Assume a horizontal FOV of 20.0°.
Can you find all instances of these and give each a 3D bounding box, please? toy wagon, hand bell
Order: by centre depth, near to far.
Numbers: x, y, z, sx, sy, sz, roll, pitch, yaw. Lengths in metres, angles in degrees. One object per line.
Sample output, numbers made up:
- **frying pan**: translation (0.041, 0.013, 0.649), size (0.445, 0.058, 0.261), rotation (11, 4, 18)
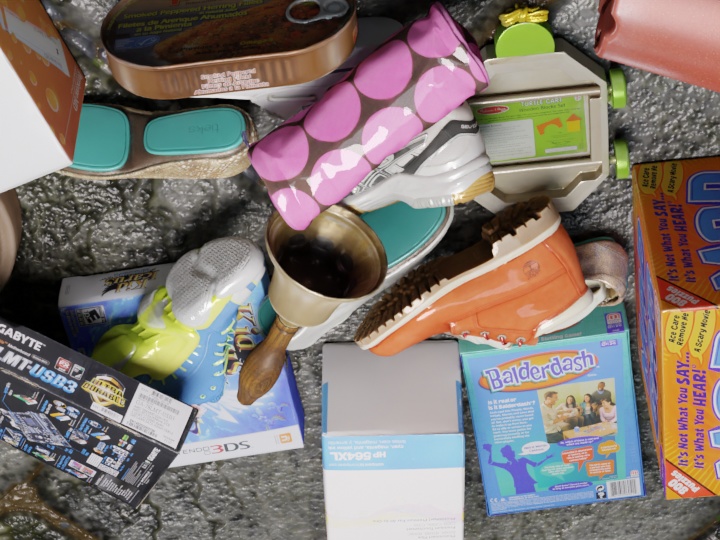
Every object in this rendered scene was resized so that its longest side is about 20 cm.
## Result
- **toy wagon**: translation (0.139, -0.133, 1.652), size (0.153, 0.040, 0.201), rotation (-6, 126, 3)
- **hand bell**: translation (-0.062, 0.047, 1.665), size (0.103, 0.105, 0.201), rotation (17, 134, -13)

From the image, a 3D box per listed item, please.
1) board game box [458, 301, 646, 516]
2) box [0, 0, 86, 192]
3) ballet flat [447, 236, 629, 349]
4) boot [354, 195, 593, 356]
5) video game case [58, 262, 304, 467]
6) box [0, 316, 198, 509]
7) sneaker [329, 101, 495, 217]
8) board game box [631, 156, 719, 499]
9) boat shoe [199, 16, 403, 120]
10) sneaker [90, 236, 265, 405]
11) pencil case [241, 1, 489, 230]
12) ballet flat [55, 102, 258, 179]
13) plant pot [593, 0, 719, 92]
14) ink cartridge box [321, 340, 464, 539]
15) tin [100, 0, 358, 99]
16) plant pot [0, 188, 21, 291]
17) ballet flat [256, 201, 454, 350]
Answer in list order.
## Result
- **board game box**: translation (0.175, 0.128, 1.845), size (0.150, 0.045, 0.201), rotation (-7, 127, 5)
- **box**: translation (-0.302, -0.174, 1.560), size (0.097, 0.125, 0.201), rotation (-19, 126, 13)
- **ballet flat**: translation (0.136, 0.028, 1.749), size (0.198, 0.068, 0.068), rotation (-20, 144, 14)
- **boot**: translation (0.095, 0.034, 1.687), size (0.199, 0.075, 0.108), rotation (-29, 109, 9)
- **video game case**: translation (-0.155, 0.084, 1.807), size (0.179, 0.046, 0.201), rotation (-10, 126, 5)
- **box**: translation (-0.252, 0.119, 1.730), size (0.197, 0.050, 0.200), rotation (28, 155, -5)
- **sneaker**: translation (0.019, -0.094, 1.651), size (0.198, 0.075, 0.089), rotation (-7, 101, 35)
- **board game box**: translation (0.335, 0.041, 1.685), size (0.198, 0.201, 0.201), rotation (-6, 127, 3)
- **boat shoe**: translation (-0.060, -0.153, 1.618), size (0.198, 0.072, 0.066), rotation (-10, 123, -4)
- **sneaker**: translation (-0.132, 0.050, 1.720), size (0.199, 0.076, 0.105), rotation (-34, 130, 28)
- **pencil case**: translation (0.007, -0.121, 1.563), size (0.199, 0.094, 0.091), rotation (-35, 86, 12)
- **ballet flat**: translation (-0.178, -0.097, 1.656), size (0.198, 0.071, 0.065), rotation (3, 158, 11)
- **plant pot**: translation (0.281, -0.212, 1.510), size (0.193, 0.202, 0.202), rotation (11, 127, 0)
- **ink cartridge box**: translation (0.029, 0.181, 1.830), size (0.124, 0.129, 0.201), rotation (-1, 127, 0)
- **tin**: translation (-0.099, -0.183, 1.567), size (0.198, 0.113, 0.042), rotation (-6, 137, 4)
- **plant pot**: translation (-0.384, -0.001, 1.659), size (0.198, 0.175, 0.202), rotation (0, 126, 0)
- **ballet flat**: translation (0.000, 0.000, 1.734), size (0.199, 0.070, 0.070), rotation (-37, 121, 8)
